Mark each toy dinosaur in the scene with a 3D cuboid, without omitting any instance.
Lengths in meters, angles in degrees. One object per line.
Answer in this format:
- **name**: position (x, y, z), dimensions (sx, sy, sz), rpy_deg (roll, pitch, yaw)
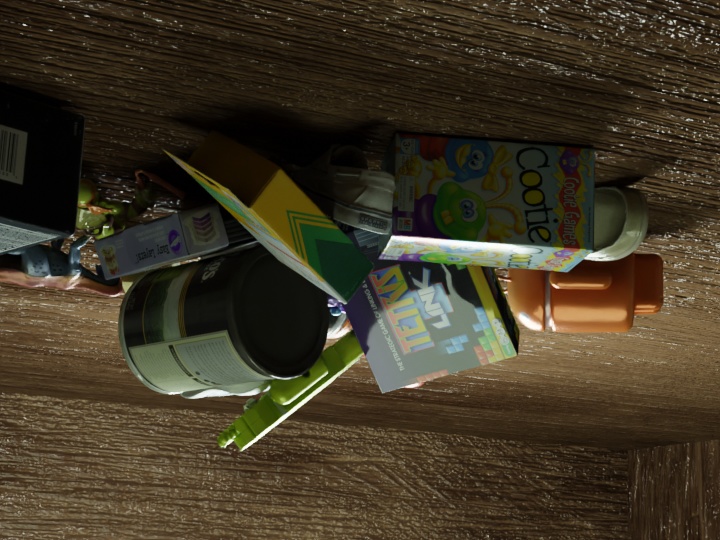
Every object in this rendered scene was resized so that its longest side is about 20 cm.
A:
- **toy dinosaur**: position (-0.368, -0.004, 1.725), dimensions (0.181, 0.201, 0.105), rpy_deg (44, 164, -25)

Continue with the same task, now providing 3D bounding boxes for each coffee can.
- **coffee can**: position (-0.154, 0.057, 1.640), dimensions (0.198, 0.149, 0.145), rpy_deg (-12, 162, 42)

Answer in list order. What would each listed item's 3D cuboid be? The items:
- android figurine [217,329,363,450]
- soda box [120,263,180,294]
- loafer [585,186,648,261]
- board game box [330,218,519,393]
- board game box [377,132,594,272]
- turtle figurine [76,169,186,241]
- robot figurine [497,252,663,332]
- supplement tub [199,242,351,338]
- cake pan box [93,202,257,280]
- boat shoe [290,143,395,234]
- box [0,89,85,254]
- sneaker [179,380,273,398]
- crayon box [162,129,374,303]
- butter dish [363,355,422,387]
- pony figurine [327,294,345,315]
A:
- **android figurine**: position (-0.082, 0.142, 1.702), dimensions (0.199, 0.041, 0.182), rpy_deg (-36, 176, -12)
- **soda box**: position (-0.269, 0.004, 1.901), dimensions (0.063, 0.069, 0.200), rpy_deg (3, 168, -4)
- **loafer**: position (0.227, -0.046, 1.583), dimensions (0.068, 0.077, 0.199), rpy_deg (3, 170, -35)
- **board game box**: position (0.063, 0.019, 1.588), dimensions (0.163, 0.202, 0.057), rpy_deg (-18, -156, 17)
- **board game box**: position (0.122, -0.064, 1.450), dimensions (0.197, 0.105, 0.105), rpy_deg (4, 168, -6)
- **turtle figurine**: position (-0.289, -0.066, 1.596), dimensions (0.197, 0.065, 0.161), rpy_deg (3, 167, -7)
- **robot figurine**: position (0.262, 0.018, 1.767), dimensions (0.197, 0.118, 0.144), rpy_deg (0, -149, 8)
- **supplement tub**: position (-0.098, 0.023, 1.833), dimensions (0.122, 0.124, 0.199), rpy_deg (-9, 164, 41)
- **cake pan box**: position (-0.160, -0.044, 1.578), dimensions (0.183, 0.053, 0.199), rpy_deg (-18, -177, -39)
- **boat shoe**: position (-0.016, -0.088, 1.440), dimensions (0.070, 0.071, 0.200), rpy_deg (13, -173, -21)
- **box**: position (-0.392, -0.094, 1.352), dimensions (0.199, 0.125, 0.197), rpy_deg (16, 161, -42)
- **sneaker**: position (-0.125, 0.109, 1.819), dimensions (0.145, 0.082, 0.199), rpy_deg (-10, 175, -45)
- **crayon box**: position (-0.086, -0.060, 1.410), dimensions (0.125, 0.052, 0.200), rpy_deg (32, 171, 47)
- **butter dish**: position (0.069, 0.088, 2.041), dimensions (0.197, 0.150, 0.200), rpy_deg (2, 168, -2)
- **pony figurine**: position (0.000, 0.000, 1.710), dimensions (0.199, 0.169, 0.192), rpy_deg (27, 166, -37)
